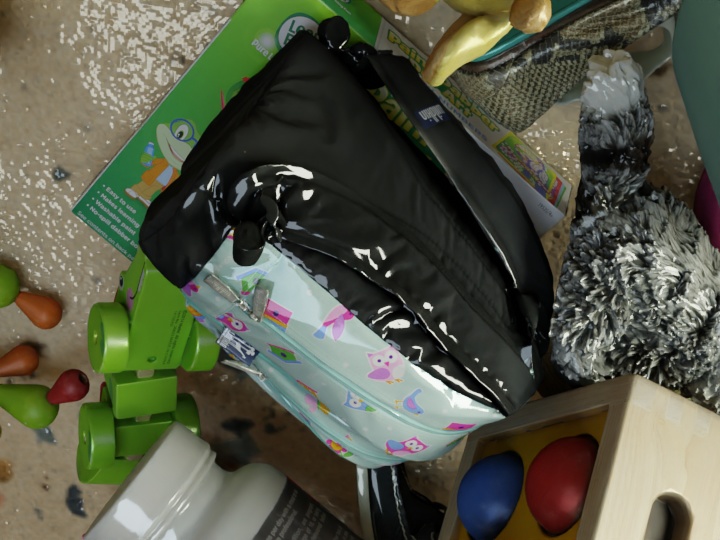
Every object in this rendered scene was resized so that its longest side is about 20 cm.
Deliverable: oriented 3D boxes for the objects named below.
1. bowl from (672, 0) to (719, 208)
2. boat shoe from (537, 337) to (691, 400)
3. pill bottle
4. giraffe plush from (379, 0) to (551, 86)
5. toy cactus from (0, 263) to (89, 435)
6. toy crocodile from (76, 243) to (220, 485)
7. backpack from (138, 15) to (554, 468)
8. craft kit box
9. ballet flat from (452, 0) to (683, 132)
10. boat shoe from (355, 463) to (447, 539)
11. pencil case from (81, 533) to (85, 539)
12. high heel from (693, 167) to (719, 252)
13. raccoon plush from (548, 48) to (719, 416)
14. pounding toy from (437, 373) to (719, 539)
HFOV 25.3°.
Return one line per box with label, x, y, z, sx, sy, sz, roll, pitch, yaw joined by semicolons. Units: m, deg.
bowl;0.220;-0.105;0.715;0.200;0.105;0.201;-20;141;-17
boat shoe;0.188;0.073;0.877;0.199;0.063;0.073;25;146;3
pill bottle;-0.049;0.176;0.872;0.200;0.111;0.111;40;119;-5
giraffe plush;0.041;-0.159;0.650;0.199;0.162;0.173;5;124;-5
toy cactus;-0.272;0.045;0.956;0.200;0.103;0.165;34;130;-17
toy crocodile;-0.123;0.055;0.901;0.067;0.062;0.201;-4;135;-22
backpack;0.000;0.000;0.788;0.200;0.167;0.126;43;138;-14
craft kit box;-0.024;-0.039;0.872;0.200;0.049;0.198;40;116;-9
ballet flat;0.138;-0.134;0.768;0.200;0.068;0.075;-34;125;15
boat shoe;0.039;0.170;0.950;0.066;0.075;0.200;-8;110;7
pencil case;-0.075;0.205;0.968;0.200;0.091;0.094;47;120;3
high heel;0.267;-0.010;0.804;0.199;0.067;0.096;13;131;22
raccoon plush;0.165;0.002;0.764;0.133;0.097;0.201;11;139;19
pounding toy;0.095;0.160;0.767;0.142;0.201;0.184;26;157;-18
